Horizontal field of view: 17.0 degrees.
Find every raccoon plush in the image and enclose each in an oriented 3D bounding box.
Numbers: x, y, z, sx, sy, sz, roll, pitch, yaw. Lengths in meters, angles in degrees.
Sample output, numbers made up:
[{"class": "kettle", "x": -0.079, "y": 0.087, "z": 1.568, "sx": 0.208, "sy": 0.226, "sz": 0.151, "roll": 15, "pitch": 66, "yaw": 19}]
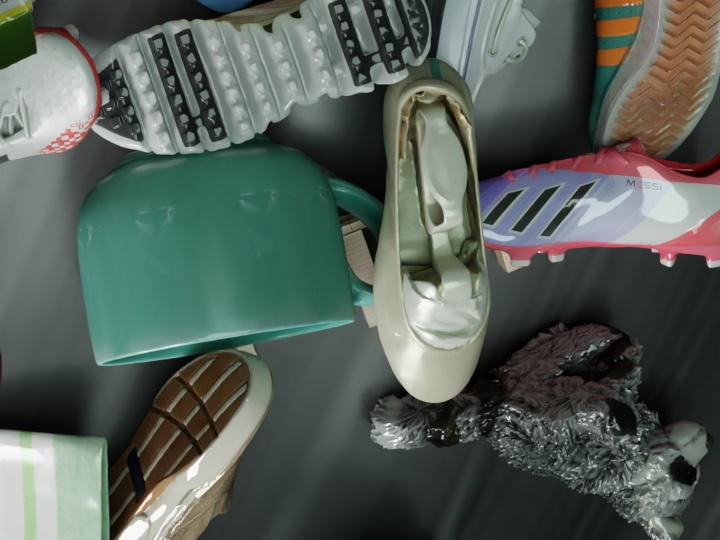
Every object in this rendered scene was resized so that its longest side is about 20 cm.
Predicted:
[{"class": "raccoon plush", "x": 0.119, "y": 0.113, "z": 1.521, "sx": 0.199, "sy": 0.097, "sz": 0.135, "roll": -4, "pitch": 128, "yaw": 22}]

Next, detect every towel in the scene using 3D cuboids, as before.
[{"class": "towel", "x": -0.249, "y": 0.166, "z": 1.452, "sx": 0.198, "sy": 0.023, "sz": 0.154, "roll": 4, "pitch": 109, "yaw": 9}]

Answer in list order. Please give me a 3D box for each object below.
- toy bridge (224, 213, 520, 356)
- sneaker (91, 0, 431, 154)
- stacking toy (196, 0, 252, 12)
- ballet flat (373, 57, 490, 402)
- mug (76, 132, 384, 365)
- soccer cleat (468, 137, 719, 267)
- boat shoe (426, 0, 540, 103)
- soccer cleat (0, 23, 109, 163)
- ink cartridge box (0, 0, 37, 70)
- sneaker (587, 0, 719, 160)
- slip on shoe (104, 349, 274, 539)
[{"class": "toy bridge", "x": 0.000, "y": 0.000, "z": 1.468, "sx": 0.199, "sy": 0.027, "sz": 0.068, "roll": -21, "pitch": 109, "yaw": -3}, {"class": "sneaker", "x": -0.061, "y": -0.115, "z": 1.347, "sx": 0.199, "sy": 0.081, "sz": 0.076, "roll": -14, "pitch": 103, "yaw": -7}, {"class": "stacking toy", "x": -0.065, "y": -0.186, "z": 1.297, "sx": 0.110, "sy": 0.200, "sz": 0.116, "roll": -40, "pitch": 111, "yaw": 5}, {"class": "ballet flat", "x": 0.043, "y": -0.017, "z": 1.356, "sx": 0.069, "sy": 0.069, "sz": 0.201, "roll": -7, "pitch": 102, "yaw": -8}, {"class": "mug", "x": -0.077, "y": -0.015, "z": 1.392, "sx": 0.151, "sy": 0.185, "sz": 0.115, "roll": -12, "pitch": 86, "yaw": 32}, {"class": "soccer cleat", "x": 0.133, "y": -0.045, "z": 1.429, "sx": 0.198, "sy": 0.067, "sz": 0.077, "roll": 2, "pitch": 104, "yaw": -9}, {"class": "boat shoe", "x": 0.073, "y": -0.146, "z": 1.405, "sx": 0.066, "sy": 0.074, "sz": 0.201, "roll": 8, "pitch": 107, "yaw": -13}, {"class": "soccer cleat", "x": -0.210, "y": -0.082, "z": 1.316, "sx": 0.085, "sy": 0.199, "sz": 0.069, "roll": -32, "pitch": 103, "yaw": -36}, {"class": "ink cartridge box", "x": -0.251, "y": -0.141, "z": 1.278, "sx": 0.147, "sy": 0.200, "sz": 0.076, "roll": -24, "pitch": 112, "yaw": -2}, {"class": "sneaker", "x": 0.171, "y": -0.151, "z": 1.430, "sx": 0.071, "sy": 0.080, "sz": 0.201, "roll": -6, "pitch": 131, "yaw": -24}, {"class": "slip on shoe", "x": -0.101, "y": 0.122, "z": 1.449, "sx": 0.060, "sy": 0.076, "sz": 0.200, "roll": 18, "pitch": 127, "yaw": -32}]
